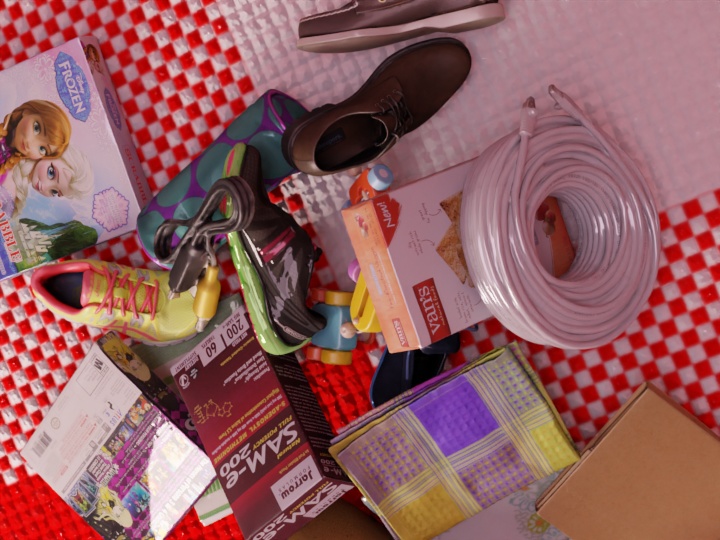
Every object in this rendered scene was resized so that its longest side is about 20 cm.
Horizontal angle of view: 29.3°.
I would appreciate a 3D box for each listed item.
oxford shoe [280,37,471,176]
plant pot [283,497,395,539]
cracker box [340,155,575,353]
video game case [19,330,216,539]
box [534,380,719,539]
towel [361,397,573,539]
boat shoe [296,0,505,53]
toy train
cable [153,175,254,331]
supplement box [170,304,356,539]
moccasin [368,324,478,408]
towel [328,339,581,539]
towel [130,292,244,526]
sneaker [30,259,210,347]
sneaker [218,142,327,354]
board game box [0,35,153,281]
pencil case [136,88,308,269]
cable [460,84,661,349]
[{"bbox_3d":[0.028,-0.143,1.259,0.199,0.084,0.073,-36,116,-9],"label":"oxford shoe"},{"bbox_3d":[-0.011,0.317,1.337,0.200,0.186,0.187,47,109,18],"label":"plant pot"},{"bbox_3d":[0.093,-0.025,1.232,0.057,0.198,0.136,-13,99,59],"label":"cracker box"},{"bbox_3d":[-0.243,0.189,1.417,0.181,0.036,0.200,43,125,5],"label":"video game case"},{"bbox_3d":[0.287,0.219,1.272,0.199,0.021,0.164,36,108,-10],"label":"box"},{"bbox_3d":[0.117,0.208,1.309,0.199,0.048,0.171,40,110,-16],"label":"towel"},{"bbox_3d":[0.033,-0.244,1.275,0.197,0.072,0.061,-8,91,14],"label":"boat shoe"},{"bbox_3d":[0.000,0.000,1.304,0.201,0.055,0.152,-53,45,43],"label":"toy train"},{"bbox_3d":[-0.137,-0.034,1.249,0.201,0.050,0.098,-54,54,45],"label":"cable"},{"bbox_3d":[-0.096,0.147,1.318,0.109,0.061,0.201,-40,59,19],"label":"supplement box"},{"bbox_3d":[0.072,0.061,1.308,0.068,0.080,0.203,39,124,43],"label":"moccasin"},{"bbox_3d":[0.086,0.164,1.255,0.198,0.023,0.145,-29,109,12],"label":"towel"},{"bbox_3d":[-0.144,0.145,1.418,0.151,0.023,0.202,-26,90,18],"label":"towel"},{"bbox_3d":[-0.243,0.029,1.382,0.197,0.090,0.079,3,79,15],"label":"sneaker"},{"bbox_3d":[-0.080,-0.025,1.278,0.083,0.077,0.203,-17,107,-7],"label":"sneaker"},{"bbox_3d":[-0.328,-0.112,1.418,0.197,0.041,0.203,-19,93,18],"label":"board game box"},{"bbox_3d":[-0.125,-0.082,1.340,0.200,0.085,0.093,-42,72,19],"label":"pencil case"},{"bbox_3d":[0.175,-0.033,1.210,0.199,0.069,0.202,35,68,-23],"label":"cable"}]
